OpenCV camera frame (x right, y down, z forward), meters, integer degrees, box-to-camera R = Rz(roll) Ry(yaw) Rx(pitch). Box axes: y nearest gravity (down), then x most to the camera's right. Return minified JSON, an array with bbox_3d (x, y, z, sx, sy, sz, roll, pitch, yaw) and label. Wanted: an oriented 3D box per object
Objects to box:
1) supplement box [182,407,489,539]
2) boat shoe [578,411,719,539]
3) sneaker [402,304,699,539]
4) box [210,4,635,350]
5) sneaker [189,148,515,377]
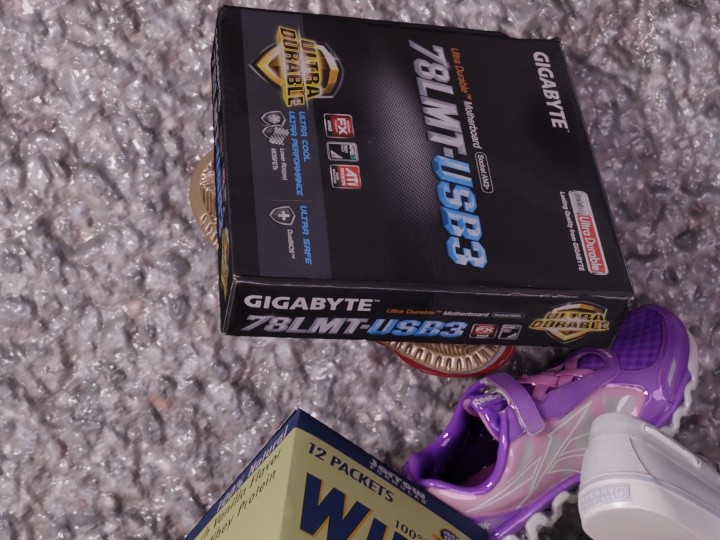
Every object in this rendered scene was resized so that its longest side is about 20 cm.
[{"bbox_3d":[-0.042,0.219,0.759,0.134,0.200,0.200,35,112,-14],"label":"supplement box"},{"bbox_3d":[0.185,0.134,0.837,0.200,0.072,0.069,28,54,-36],"label":"boat shoe"},{"bbox_3d":[0.103,0.085,0.855,0.200,0.080,0.088,-41,123,-5],"label":"sneaker"},{"bbox_3d":[0.024,-0.051,0.787,0.198,0.200,0.050,3,139,-11],"label":"box"},{"bbox_3d":[0.000,0.000,0.850,0.200,0.112,0.071,32,91,17],"label":"sneaker"}]
